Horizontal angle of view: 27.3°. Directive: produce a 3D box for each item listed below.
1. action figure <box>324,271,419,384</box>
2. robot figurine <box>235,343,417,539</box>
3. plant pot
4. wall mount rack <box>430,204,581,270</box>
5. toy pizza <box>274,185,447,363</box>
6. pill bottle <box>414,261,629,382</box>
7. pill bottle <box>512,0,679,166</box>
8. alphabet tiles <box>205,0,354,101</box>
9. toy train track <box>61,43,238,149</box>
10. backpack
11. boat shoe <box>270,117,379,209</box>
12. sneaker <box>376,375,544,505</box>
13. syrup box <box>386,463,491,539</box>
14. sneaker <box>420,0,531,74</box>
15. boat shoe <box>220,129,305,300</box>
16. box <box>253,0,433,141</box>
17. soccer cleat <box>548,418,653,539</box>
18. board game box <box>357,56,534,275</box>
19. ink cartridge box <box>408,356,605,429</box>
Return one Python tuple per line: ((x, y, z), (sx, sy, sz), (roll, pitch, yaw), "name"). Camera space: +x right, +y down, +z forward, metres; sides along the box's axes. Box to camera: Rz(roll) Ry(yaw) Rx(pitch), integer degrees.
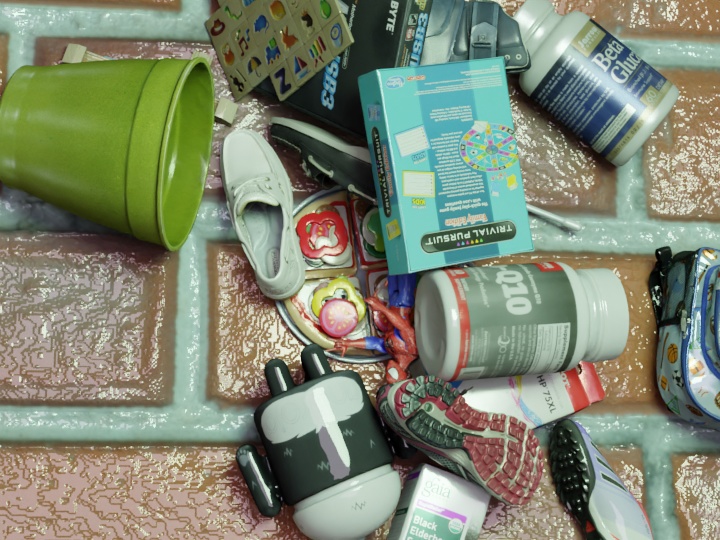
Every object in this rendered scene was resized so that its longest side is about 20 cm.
((0.020, 0.022, 1.563), (0.098, 0.065, 0.202), (6, 77, -25), "action figure")
((-0.036, 0.180, 1.526), (0.124, 0.150, 0.201), (-9, 73, -55), "robot figurine")
((-0.269, -0.135, 1.538), (0.191, 0.200, 0.202), (9, 76, 6), "plant pot")
((0.151, -0.055, 1.610), (0.174, 0.074, 0.201), (47, 49, -26), "wall mount rack")
((0.000, 0.000, 1.617), (0.198, 0.032, 0.202), (2, 77, -8), "toy pizza")
((0.164, 0.050, 1.514), (0.198, 0.114, 0.115), (-4, 78, -17), "pill bottle")
((0.249, -0.219, 1.663), (0.200, 0.111, 0.111), (39, 75, 2), "pill bottle")
((-0.096, -0.272, 1.592), (0.008, 0.200, 0.168), (-13, 77, -43), "alphabet tiles")
((-0.231, -0.208, 1.630), (0.198, 0.033, 0.116), (19, 75, -3), "toy train track")
((0.414, 0.081, 1.606), (0.198, 0.154, 0.192), (12, 86, -8), "backpack")
((-0.026, -0.114, 1.591), (0.199, 0.074, 0.061), (24, 100, 32), "boat shoe")
((0.105, 0.168, 1.504), (0.200, 0.075, 0.081), (38, 68, -20), "sneaker")
((0.063, 0.308, 1.530), (0.078, 0.081, 0.201), (21, 76, -4), "syrup box")
((0.109, -0.194, 1.596), (0.145, 0.077, 0.204), (6, 97, -3), "sneaker")
((-0.107, -0.070, 1.586), (0.070, 0.069, 0.201), (-21, 71, 4), "boat shoe")
((-0.020, -0.257, 1.561), (0.198, 0.202, 0.049), (29, 28, 36), "box")
((0.265, 0.250, 1.588), (0.073, 0.068, 0.201), (-17, 80, -29), "soccer cleat")
((0.086, -0.106, 1.493), (0.150, 0.047, 0.202), (-9, 91, -27), "board game box")
((0.167, 0.117, 1.597), (0.199, 0.067, 0.117), (-20, 81, -13), "ink cartridge box")
